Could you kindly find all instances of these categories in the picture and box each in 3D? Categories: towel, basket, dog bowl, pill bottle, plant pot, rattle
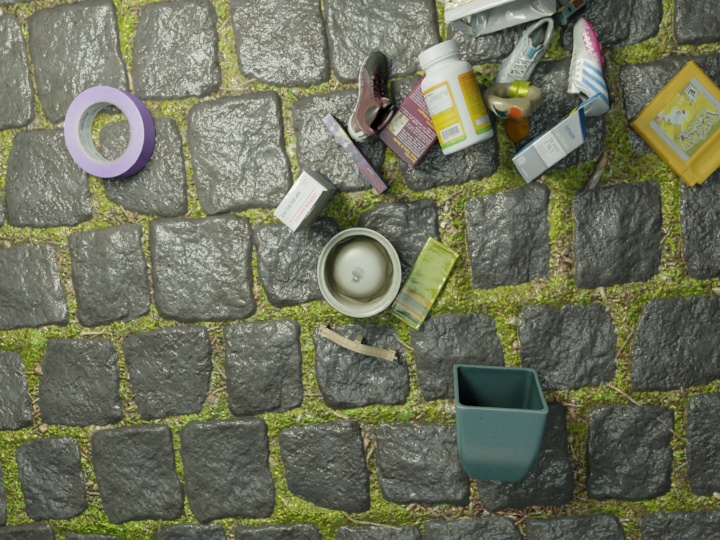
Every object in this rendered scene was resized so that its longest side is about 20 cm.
[{"bbox_3d":[0.147,0.031,1.492,0.085,0.018,0.204,28,100,1],"label":"towel"},{"bbox_3d":[0.278,-0.569,1.298,0.196,0.134,0.128,-1,91,40],"label":"basket"},{"bbox_3d":[0.000,0.000,1.477,0.194,0.074,0.207,1,99,6],"label":"dog bowl"},{"bbox_3d":[0.186,-0.348,1.299,0.108,0.111,0.205,-19,97,9],"label":"pill bottle"},{"bbox_3d":[0.299,0.348,1.439,0.190,0.196,0.206,2,109,6],"label":"plant pot"},{"bbox_3d":[0.303,-0.298,1.312,0.126,0.202,0.146,13,126,-2],"label":"rattle"}]

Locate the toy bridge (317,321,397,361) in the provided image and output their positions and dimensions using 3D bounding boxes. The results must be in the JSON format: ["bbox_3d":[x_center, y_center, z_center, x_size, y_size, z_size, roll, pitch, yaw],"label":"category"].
[{"bbox_3d":[-0.006,0.170,1.505,0.195,0.067,0.028,20,100,4],"label":"toy bridge"}]

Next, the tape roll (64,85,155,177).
[{"bbox_3d":[-0.583,-0.321,1.505,0.194,0.066,0.207,1,99,6],"label":"tape roll"}]

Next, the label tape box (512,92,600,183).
[{"bbox_3d":[0.417,-0.274,1.326,0.198,0.143,0.067,-35,93,29],"label":"label tape box"}]

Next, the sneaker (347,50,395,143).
[{"bbox_3d":[0.044,-0.375,1.379,0.074,0.114,0.206,14,86,-33],"label":"sneaker"}]

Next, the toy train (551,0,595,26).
[{"bbox_3d":[0.455,-0.603,1.332,0.198,0.085,0.115,-38,106,1],"label":"toy train"}]

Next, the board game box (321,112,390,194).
[{"bbox_3d":[-0.006,-0.253,1.418,0.032,0.120,0.201,-38,92,13],"label":"board game box"}]

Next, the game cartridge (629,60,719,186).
[{"bbox_3d":[0.705,-0.307,1.371,0.200,0.032,0.177,44,101,0],"label":"game cartridge"}]

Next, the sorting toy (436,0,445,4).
[{"bbox_3d":[0.152,-0.695,1.383,0.181,0.036,0.205,23,96,3],"label":"sorting toy"}]

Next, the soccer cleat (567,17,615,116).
[{"bbox_3d":[0.470,-0.424,1.362,0.084,0.070,0.205,-18,96,8],"label":"soccer cleat"}]

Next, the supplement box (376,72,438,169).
[{"bbox_3d":[0.138,-0.335,1.406,0.110,0.086,0.201,40,100,-1],"label":"supplement box"}]

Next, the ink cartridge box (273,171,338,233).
[{"bbox_3d":[-0.119,-0.151,1.405,0.067,0.200,0.116,38,100,0],"label":"ink cartridge box"}]

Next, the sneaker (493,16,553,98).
[{"bbox_3d":[0.345,-0.449,1.366,0.074,0.087,0.204,27,102,0],"label":"sneaker"}]
